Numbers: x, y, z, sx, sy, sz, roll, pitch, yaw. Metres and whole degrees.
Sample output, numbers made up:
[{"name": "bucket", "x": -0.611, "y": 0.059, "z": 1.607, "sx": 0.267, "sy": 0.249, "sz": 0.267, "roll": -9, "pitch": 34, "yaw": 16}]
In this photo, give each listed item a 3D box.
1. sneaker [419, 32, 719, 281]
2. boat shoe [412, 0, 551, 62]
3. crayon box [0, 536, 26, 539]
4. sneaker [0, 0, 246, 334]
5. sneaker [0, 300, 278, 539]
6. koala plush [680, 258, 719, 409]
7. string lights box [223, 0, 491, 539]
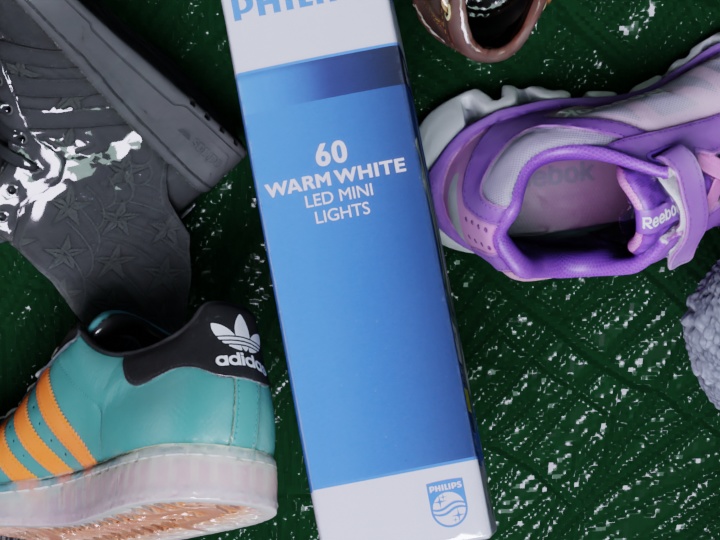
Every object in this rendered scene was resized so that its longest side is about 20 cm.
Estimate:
[{"name": "sneaker", "x": 0.121, "y": -0.039, "z": 0.854, "sx": 0.199, "sy": 0.089, "sz": 0.081, "roll": -14, "pitch": 111, "yaw": -3}, {"name": "boat shoe", "x": 0.066, "y": -0.173, "z": 0.804, "sx": 0.070, "sy": 0.070, "sz": 0.201, "roll": 8, "pitch": 109, "yaw": -10}, {"name": "crayon box", "x": -0.133, "y": 0.165, "z": 0.837, "sx": 0.125, "sy": 0.200, "sz": 0.052, "roll": 13, "pitch": 109, "yaw": -12}, {"name": "sneaker", "x": -0.120, "y": -0.052, "z": 0.827, "sx": 0.104, "sy": 0.060, "sz": 0.200, "roll": -43, "pitch": 121, "yaw": 8}, {"name": "sneaker", "x": -0.096, "y": 0.060, "z": 0.838, "sx": 0.071, "sy": 0.200, "sz": 0.080, "roll": 16, "pitch": 71, "yaw": -38}, {"name": "koala plush", "x": 0.239, "y": 0.031, "z": 0.799, "sx": 0.184, "sy": 0.200, "sz": 0.178, "roll": -33, "pitch": 135, "yaw": -13}, {"name": "string lights box", "x": 0.000, "y": 0.000, "z": 0.792, "sx": 0.059, "sy": 0.103, "sz": 0.201, "roll": -11, "pitch": 84, "yaw": 3}]
